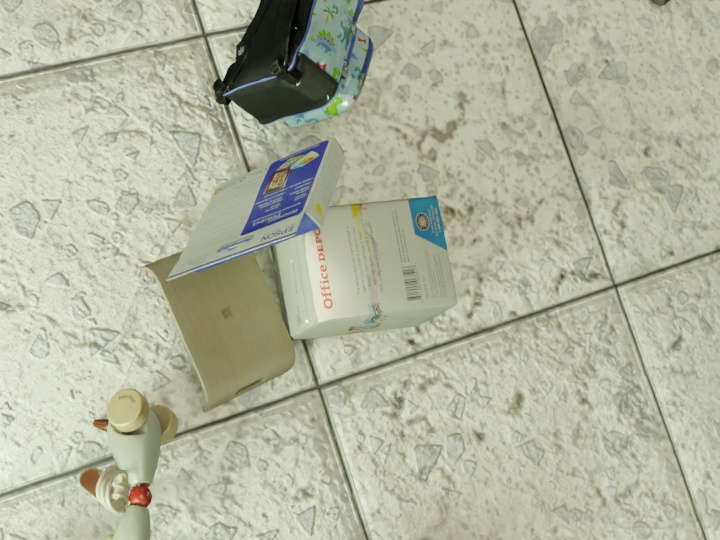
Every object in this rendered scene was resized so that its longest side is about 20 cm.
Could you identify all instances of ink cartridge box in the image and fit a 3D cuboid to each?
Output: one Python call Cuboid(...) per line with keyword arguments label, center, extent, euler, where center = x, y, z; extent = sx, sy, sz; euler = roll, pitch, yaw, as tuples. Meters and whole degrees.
Cuboid(label="ink cartridge box", center=(-0.124, -0.064, 1.431), extent=(0.047, 0.195, 0.202), euler=(54, 33, -30))
Cuboid(label="ink cartridge box", center=(0.000, 0.000, 1.521), extent=(0.197, 0.145, 0.150), euler=(-6, 79, -21))

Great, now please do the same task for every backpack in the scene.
Cuboid(label="backpack", center=(-0.074, -0.299, 1.555), extent=(0.146, 0.181, 0.203), euler=(32, 63, -34))

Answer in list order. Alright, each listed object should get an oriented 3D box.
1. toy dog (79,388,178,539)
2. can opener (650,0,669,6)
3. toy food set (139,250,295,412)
Cuboid(label="toy dog", center=(-0.287, 0.236, 1.384), extent=(0.202, 0.095, 0.133), euler=(-76, 149, -47))
Cuboid(label="can opener", center=(0.528, -0.508, 1.897), extent=(0.199, 0.054, 0.067), euler=(-40, 60, -23))
Cuboid(label="toy food set", center=(-0.182, 0.062, 1.496), extent=(0.142, 0.060, 0.203), euler=(-22, 87, -35))
